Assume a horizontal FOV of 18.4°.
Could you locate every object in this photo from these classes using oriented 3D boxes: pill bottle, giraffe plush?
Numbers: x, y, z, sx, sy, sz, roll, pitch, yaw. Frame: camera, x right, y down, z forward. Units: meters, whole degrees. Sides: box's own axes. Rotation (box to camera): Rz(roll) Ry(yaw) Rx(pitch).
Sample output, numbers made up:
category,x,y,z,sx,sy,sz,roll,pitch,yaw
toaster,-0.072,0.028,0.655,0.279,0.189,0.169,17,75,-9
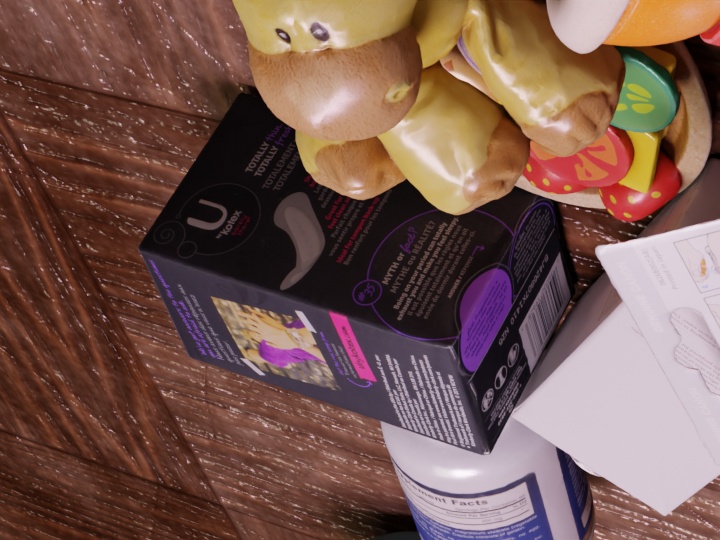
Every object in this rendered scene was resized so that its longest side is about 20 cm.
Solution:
category,x,y,z,sx,sy,sz,roll,pitch,yaw
pill bottle,0.073,0.102,1.318,0.110,0.111,0.201,17,148,27
giraffe plush,0.005,-0.115,0.923,0.172,0.162,0.201,-28,91,20

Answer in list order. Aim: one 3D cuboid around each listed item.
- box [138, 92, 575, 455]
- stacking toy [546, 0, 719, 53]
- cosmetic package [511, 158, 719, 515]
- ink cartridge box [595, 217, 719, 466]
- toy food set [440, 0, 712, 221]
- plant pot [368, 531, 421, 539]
category,x,y,z,sx,sy,sz,roll,pitch,yaw
box,0.000,0.000,1.218,0.199,0.123,0.106,18,150,27
stacking toy,0.180,-0.133,0.859,0.198,0.147,0.146,15,153,-8
cosmetic package,0.168,0.040,1.151,0.107,0.085,0.200,33,153,-3
ink cartridge box,0.226,0.003,0.993,0.199,0.050,0.163,-15,131,24
toy food set,0.075,-0.094,1.071,0.199,0.049,0.199,25,151,16
plant pot,0.038,0.284,1.570,0.200,0.201,0.162,-1,125,46
